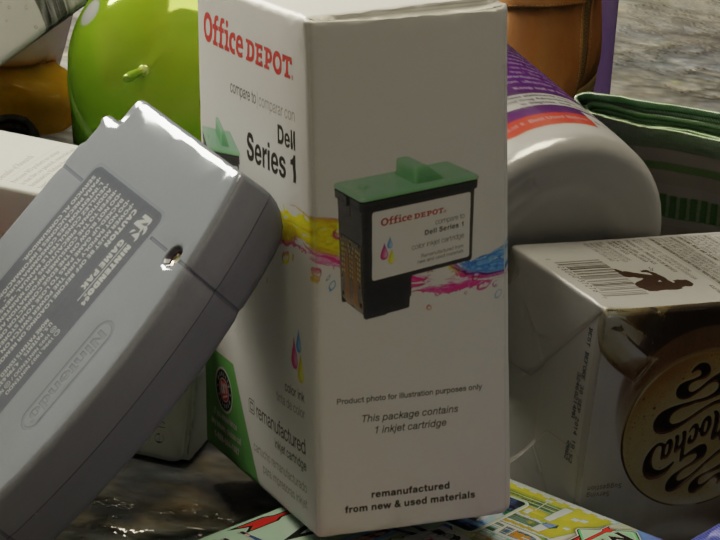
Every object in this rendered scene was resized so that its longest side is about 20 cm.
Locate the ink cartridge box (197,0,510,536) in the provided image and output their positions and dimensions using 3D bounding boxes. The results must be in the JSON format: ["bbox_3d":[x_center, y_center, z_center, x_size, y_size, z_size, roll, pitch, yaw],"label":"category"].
[{"bbox_3d":[-0.005,-0.014,1.139,0.084,0.201,0.145,-5,14,-19],"label":"ink cartridge box"}]

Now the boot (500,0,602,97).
[{"bbox_3d":[0.084,-0.118,1.511,0.077,0.156,0.200,15,21,23],"label":"boot"}]

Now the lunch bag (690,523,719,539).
[{"bbox_3d":[0.180,0.139,1.033,0.200,0.094,0.151,-15,30,-27],"label":"lunch bag"}]

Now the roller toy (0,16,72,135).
[{"bbox_3d":[-0.252,-0.145,1.616,0.199,0.140,0.183,12,21,-13],"label":"roller toy"}]

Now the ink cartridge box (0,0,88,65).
[{"bbox_3d":[-0.198,-0.141,1.440,0.200,0.086,0.146,-38,10,-26],"label":"ink cartridge box"}]

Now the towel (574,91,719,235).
[{"bbox_3d":[0.178,-0.015,1.358,0.152,0.023,0.200,11,-25,12],"label":"towel"}]

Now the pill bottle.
[{"bbox_3d":[0.038,-0.051,1.287,0.111,0.112,0.200,-4,30,-28],"label":"pill bottle"}]

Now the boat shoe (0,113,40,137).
[{"bbox_3d":[-0.222,-0.029,1.409,0.072,0.060,0.202,15,21,26],"label":"boat shoe"}]

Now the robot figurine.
[{"bbox_3d":[-0.085,-0.084,1.426,0.116,0.175,0.200,43,-15,9],"label":"robot figurine"}]

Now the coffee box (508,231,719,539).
[{"bbox_3d":[0.159,0.048,1.229,0.200,0.113,0.080,-3,22,-28],"label":"coffee box"}]

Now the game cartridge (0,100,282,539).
[{"bbox_3d":[-0.118,0.033,1.108,0.040,0.200,0.133,41,-2,-31],"label":"game cartridge"}]

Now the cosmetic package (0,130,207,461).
[{"bbox_3d":[-0.153,0.002,1.265,0.199,0.113,0.081,9,19,13],"label":"cosmetic package"}]

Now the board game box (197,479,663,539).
[{"bbox_3d":[0.017,0.124,1.094,0.134,0.029,0.200,19,23,35],"label":"board game box"}]

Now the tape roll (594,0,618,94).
[{"bbox_3d":[0.053,-0.140,1.730,0.199,0.085,0.200,4,9,-1],"label":"tape roll"}]
